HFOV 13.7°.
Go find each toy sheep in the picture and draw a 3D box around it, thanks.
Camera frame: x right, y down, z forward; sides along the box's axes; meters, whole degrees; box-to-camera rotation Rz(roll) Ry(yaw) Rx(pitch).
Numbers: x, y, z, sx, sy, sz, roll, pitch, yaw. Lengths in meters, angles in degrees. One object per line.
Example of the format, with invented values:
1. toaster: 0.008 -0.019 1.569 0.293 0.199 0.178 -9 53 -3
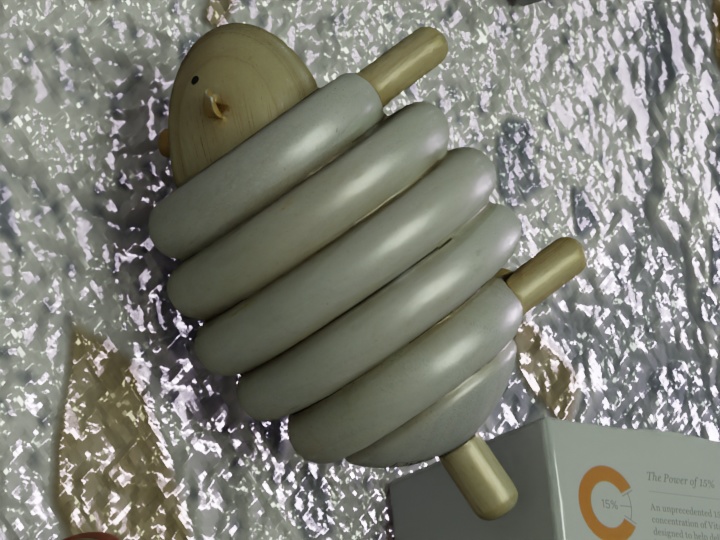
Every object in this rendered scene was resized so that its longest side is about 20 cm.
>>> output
1. toy sheep: 0.000 0.000 1.063 0.200 0.138 0.138 54 45 0

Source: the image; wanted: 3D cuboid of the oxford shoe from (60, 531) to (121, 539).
1. oxford shoe: -0.110 0.179 0.949 0.074 0.071 0.200 57 49 -32

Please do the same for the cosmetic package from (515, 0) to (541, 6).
1. cosmetic package: 0.118 -0.185 1.180 0.107 0.200 0.090 50 49 -26

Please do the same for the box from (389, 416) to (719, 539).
1. box: 0.095 0.167 1.118 0.124 0.097 0.201 10 67 -37
